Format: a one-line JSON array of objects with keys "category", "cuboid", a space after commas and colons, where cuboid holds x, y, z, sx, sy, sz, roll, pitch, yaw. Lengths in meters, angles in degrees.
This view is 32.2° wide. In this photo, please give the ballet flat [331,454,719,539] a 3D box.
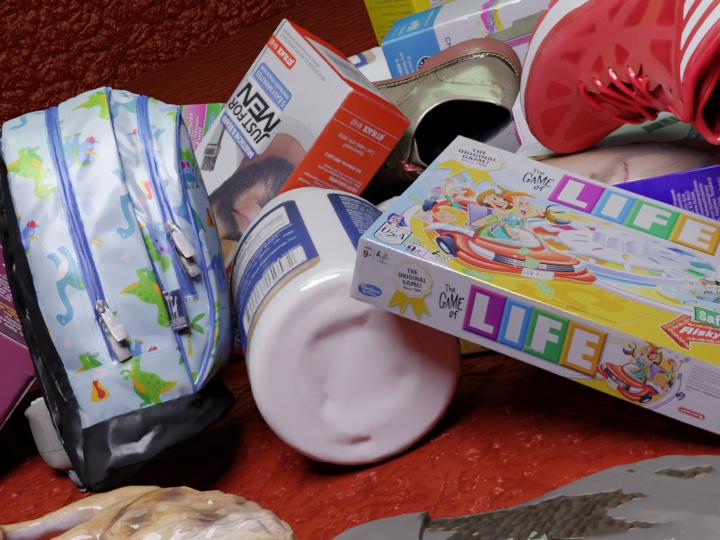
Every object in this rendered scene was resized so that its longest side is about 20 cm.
[{"category": "ballet flat", "cuboid": [0.079, 0.113, 0.469, 0.198, 0.047, 0.067, -13, 22, 11]}]

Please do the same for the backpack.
[{"category": "backpack", "cuboid": [-0.135, 0.001, 0.696, 0.153, 0.201, 0.163, -31, -2, -3]}]

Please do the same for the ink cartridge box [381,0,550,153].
[{"category": "ink cartridge box", "cuboid": [0.135, -0.156, 1.009, 0.198, 0.146, 0.085, -16, 18, 16]}]

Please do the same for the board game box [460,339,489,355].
[{"category": "board game box", "cuboid": [0.149, 0.006, 0.721, 0.198, 0.030, 0.096, -8, 21, 28]}]

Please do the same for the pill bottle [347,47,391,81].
[{"category": "pill bottle", "cuboid": [-0.049, -0.113, 1.135, 0.198, 0.121, 0.120, -22, 18, -4]}]

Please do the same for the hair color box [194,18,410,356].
[{"category": "hair color box", "cuboid": [-0.066, -0.056, 0.853, 0.201, 0.064, 0.111, -55, 43, 14]}]

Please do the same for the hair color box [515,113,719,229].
[{"category": "hair color box", "cuboid": [0.175, -0.045, 0.695, 0.198, 0.065, 0.109, -11, 20, 28]}]

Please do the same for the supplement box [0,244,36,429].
[{"category": "supplement box", "cuboid": [-0.277, 0.054, 0.852, 0.131, 0.103, 0.200, -54, 15, 8]}]

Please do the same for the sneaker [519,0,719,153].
[{"category": "sneaker", "cuboid": [0.140, -0.095, 0.623, 0.078, 0.200, 0.116, 12, 55, -14]}]

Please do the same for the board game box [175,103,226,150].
[{"category": "board game box", "cuboid": [-0.149, -0.060, 1.046, 0.040, 0.155, 0.199, 6, 2, -31]}]

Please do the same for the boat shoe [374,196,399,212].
[{"category": "boat shoe", "cuboid": [-0.001, -0.001, 0.862, 0.200, 0.070, 0.072, -2, 46, 42]}]

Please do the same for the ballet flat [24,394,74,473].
[{"category": "ballet flat", "cuboid": [-0.187, 0.069, 0.850, 0.067, 0.064, 0.200, -21, 17, -1]}]

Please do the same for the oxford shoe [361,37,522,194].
[{"category": "oxford shoe", "cuboid": [0.021, -0.091, 0.867, 0.199, 0.070, 0.075, -29, 31, 24]}]

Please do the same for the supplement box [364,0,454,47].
[{"category": "supplement box", "cuboid": [0.085, -0.228, 1.183, 0.109, 0.202, 0.109, -26, 19, -18]}]

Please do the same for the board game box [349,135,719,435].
[{"category": "board game box", "cuboid": [0.112, 0.003, 0.597, 0.198, 0.034, 0.134, 20, 33, 16]}]

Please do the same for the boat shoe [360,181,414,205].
[{"category": "boat shoe", "cuboid": [0.022, -0.038, 0.932, 0.199, 0.063, 0.074, -3, 27, 48]}]

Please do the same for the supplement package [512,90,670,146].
[{"category": "supplement package", "cuboid": [0.212, -0.098, 0.811, 0.198, 0.110, 0.114, -15, 18, 19]}]

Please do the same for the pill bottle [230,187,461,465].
[{"category": "pill bottle", "cuboid": [-0.017, 0.018, 0.713, 0.110, 0.112, 0.200, -21, 21, -2]}]

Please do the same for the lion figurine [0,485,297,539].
[{"category": "lion figurine", "cuboid": [-0.107, 0.129, 0.580, 0.122, 0.073, 0.200, -19, 12, -19]}]
